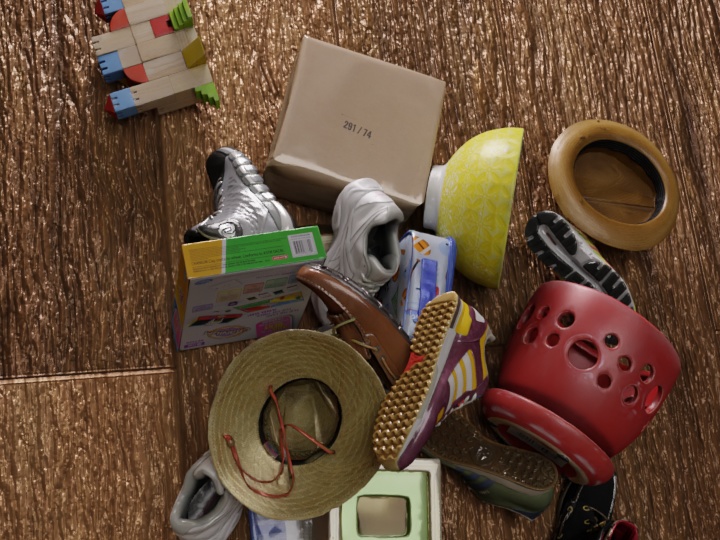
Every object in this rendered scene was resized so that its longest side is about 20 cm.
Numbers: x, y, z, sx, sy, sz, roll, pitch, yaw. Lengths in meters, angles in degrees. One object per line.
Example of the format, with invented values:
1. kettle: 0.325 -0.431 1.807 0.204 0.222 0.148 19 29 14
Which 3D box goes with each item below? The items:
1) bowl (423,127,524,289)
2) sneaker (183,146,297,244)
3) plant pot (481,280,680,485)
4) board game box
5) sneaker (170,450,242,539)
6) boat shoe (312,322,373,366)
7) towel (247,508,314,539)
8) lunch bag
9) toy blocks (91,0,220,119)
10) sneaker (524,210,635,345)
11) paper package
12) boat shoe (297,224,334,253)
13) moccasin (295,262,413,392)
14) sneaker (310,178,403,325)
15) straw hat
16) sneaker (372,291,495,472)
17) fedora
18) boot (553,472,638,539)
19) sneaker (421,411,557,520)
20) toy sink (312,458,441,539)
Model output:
1. bowl: 0.137 -0.083 1.285 0.106 0.201 0.203 9 69 7
2. sneaker: -0.165 -0.071 1.207 0.114 0.076 0.200 -23 45 -23
3. plant pot: 0.255 0.142 1.236 0.199 0.200 0.183 35 76 -2
4. board game box: -0.131 0.024 1.156 0.151 0.200 0.041 -9 66 -18
5. sneaker: -0.139 0.212 1.124 0.077 0.100 0.202 26 76 13
6. boat shoe: -0.053 0.109 1.205 0.198 0.065 0.074 -22 101 12
7. towel: -0.034 0.281 1.200 0.197 0.024 0.149 -3 76 -15
8. lunch bag: 0.064 0.062 1.221 0.075 0.160 0.203 10 70 -11
9. toy blocks: -0.269 -0.272 1.280 0.135 0.100 0.202 -18 79 -9
10. sneaker: 0.298 0.005 1.345 0.078 0.090 0.201 -36 79 20
11. paper package: -0.009 -0.171 1.306 0.197 0.104 0.193 16 70 -9
12. boat shoe: -0.093 -0.010 1.256 0.198 0.072 0.066 -14 107 -23
13. moccasin: 0.003 0.073 1.091 0.078 0.074 0.202 -45 110 -5
14. sneaker: 0.000 0.000 1.215 0.077 0.202 0.099 -5 29 -34
15. straw hat: -0.062 0.156 1.090 0.198 0.085 0.204 0 93 7
16. sneaker: 0.084 0.123 1.038 0.090 0.075 0.202 38 60 -24
17. fedora: 0.331 -0.105 1.389 0.198 0.082 0.203 6 69 -16
18. boot: 0.279 0.310 1.208 0.073 0.151 0.201 32 68 -3
19. sneaker: 0.138 0.239 1.235 0.198 0.091 0.067 21 49 24
20. toy sink: 0.017 0.311 1.133 0.128 0.112 0.203 4 75 -12
